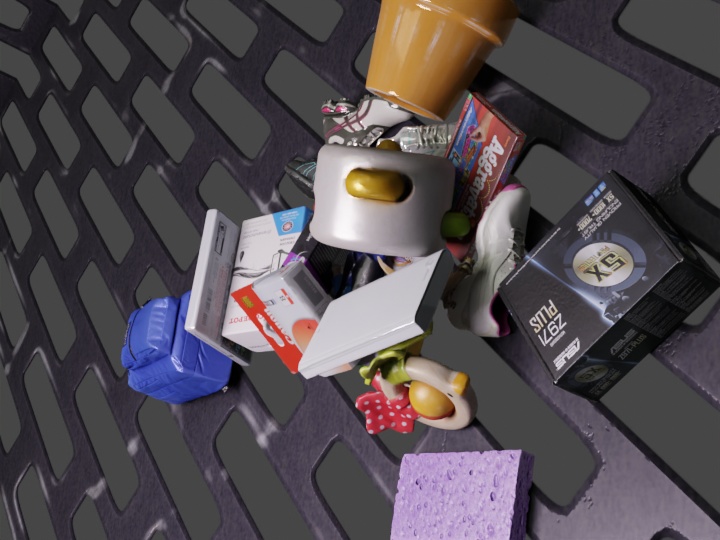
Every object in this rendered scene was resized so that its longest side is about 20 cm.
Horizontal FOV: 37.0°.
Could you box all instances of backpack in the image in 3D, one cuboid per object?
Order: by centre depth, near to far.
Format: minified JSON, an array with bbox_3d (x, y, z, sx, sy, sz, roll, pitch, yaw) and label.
[{"bbox_3d":[-0.314,0.125,1.804,0.200,0.167,0.163,-29,42,50],"label":"backpack"}]

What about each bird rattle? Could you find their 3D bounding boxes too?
[{"bbox_3d":[0.067,0.155,1.346,0.162,0.201,0.113,20,49,22],"label":"bird rattle"}]

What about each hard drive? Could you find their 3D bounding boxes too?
[{"bbox_3d":[0.018,0.055,1.325,0.199,0.026,0.132,-26,26,39],"label":"hard drive"}]

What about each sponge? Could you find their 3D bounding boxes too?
[{"bbox_3d":[0.120,0.278,1.306,0.199,0.030,0.112,-13,61,47],"label":"sponge"}]

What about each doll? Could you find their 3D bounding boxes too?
[{"bbox_3d":[0.000,0.000,1.519,0.136,0.048,0.201,7,81,52],"label":"doll"}]

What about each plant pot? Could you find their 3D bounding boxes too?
[{"bbox_3d":[0.099,-0.319,1.523,0.200,0.199,0.184,28,96,53],"label":"plant pot"}]

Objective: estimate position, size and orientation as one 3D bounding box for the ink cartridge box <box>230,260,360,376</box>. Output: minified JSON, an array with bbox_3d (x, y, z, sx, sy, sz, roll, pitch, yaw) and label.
[{"bbox_3d":[-0.101,0.081,1.513,0.200,0.163,0.050,-24,18,49],"label":"ink cartridge box"}]

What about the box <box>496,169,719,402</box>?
[{"bbox_3d":[0.274,0.018,1.214,0.200,0.086,0.164,-48,41,22],"label":"box"}]

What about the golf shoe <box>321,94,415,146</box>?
[{"bbox_3d":[0.016,-0.228,1.680,0.199,0.077,0.089,0,84,50],"label":"golf shoe"}]

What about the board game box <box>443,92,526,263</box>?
[{"bbox_3d":[0.143,-0.119,1.401,0.103,0.019,0.201,49,133,35],"label":"board game box"}]

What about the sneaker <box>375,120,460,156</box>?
[{"bbox_3d":[0.102,-0.176,1.535,0.200,0.080,0.071,-17,56,43],"label":"sneaker"}]

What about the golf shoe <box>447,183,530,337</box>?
[{"bbox_3d":[0.184,-0.008,1.360,0.091,0.075,0.201,26,99,45],"label":"golf shoe"}]

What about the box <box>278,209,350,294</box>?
[{"bbox_3d":[-0.040,-0.054,1.565,0.036,0.143,0.201,27,77,20],"label":"box"}]

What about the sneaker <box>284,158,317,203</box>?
[{"bbox_3d":[-0.050,-0.146,1.727,0.079,0.075,0.200,-47,37,-9],"label":"sneaker"}]

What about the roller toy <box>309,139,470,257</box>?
[{"bbox_3d":[0.027,-0.098,1.381,0.182,0.199,0.141,15,101,49],"label":"roller toy"}]

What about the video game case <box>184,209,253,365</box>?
[{"bbox_3d":[-0.210,0.030,1.723,0.023,0.182,0.201,-2,67,24],"label":"video game case"}]

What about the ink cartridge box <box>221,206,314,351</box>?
[{"bbox_3d":[-0.126,0.016,1.690,0.145,0.084,0.201,-11,62,38],"label":"ink cartridge box"}]

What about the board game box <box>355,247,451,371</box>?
[{"bbox_3d":[0.041,0.044,1.520,0.153,0.040,0.201,8,77,52],"label":"board game box"}]

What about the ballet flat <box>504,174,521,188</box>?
[{"bbox_3d":[0.144,-0.117,1.481,0.062,0.068,0.200,-43,36,-20],"label":"ballet flat"}]

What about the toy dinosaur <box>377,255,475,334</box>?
[{"bbox_3d":[0.083,0.025,1.392,0.199,0.058,0.102,-4,56,55],"label":"toy dinosaur"}]
